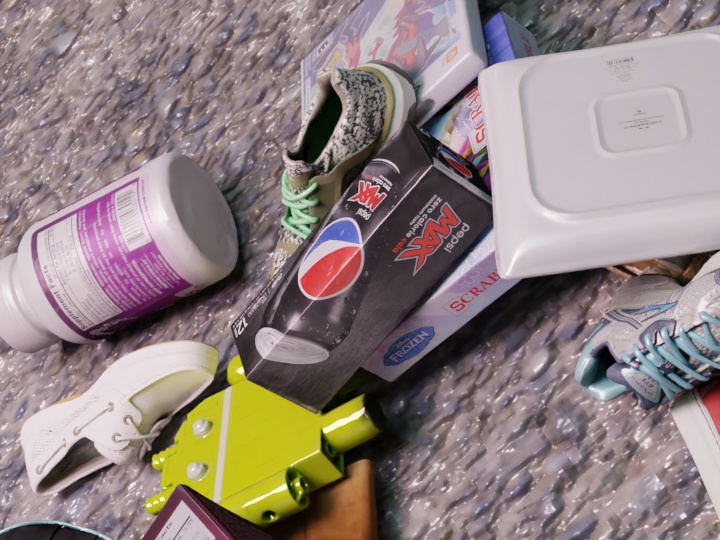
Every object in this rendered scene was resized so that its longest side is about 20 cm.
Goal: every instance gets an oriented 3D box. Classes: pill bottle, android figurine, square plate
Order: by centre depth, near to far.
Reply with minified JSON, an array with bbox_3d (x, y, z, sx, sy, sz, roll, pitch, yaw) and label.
[{"bbox_3d":[0.178,-0.087,0.992,0.199,0.029,0.199,-8,48,7],"label":"square plate"},{"bbox_3d":[-0.072,0.121,1.128,0.199,0.041,0.182,-26,33,20],"label":"android figurine"},{"bbox_3d":[-0.209,-0.007,1.271,0.199,0.112,0.113,-25,53,21],"label":"pill bottle"}]

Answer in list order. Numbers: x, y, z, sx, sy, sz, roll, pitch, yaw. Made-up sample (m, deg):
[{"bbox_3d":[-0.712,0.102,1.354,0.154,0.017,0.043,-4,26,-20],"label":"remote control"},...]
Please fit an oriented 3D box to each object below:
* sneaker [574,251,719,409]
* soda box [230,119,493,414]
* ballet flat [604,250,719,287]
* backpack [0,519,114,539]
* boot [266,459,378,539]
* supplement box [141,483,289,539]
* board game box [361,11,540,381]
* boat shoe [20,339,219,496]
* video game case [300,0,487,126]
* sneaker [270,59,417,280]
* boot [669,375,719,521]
[{"bbox_3d":[0.199,0.048,0.935,0.086,0.078,0.200,-45,7,-21],"label":"sneaker"},{"bbox_3d":[0.000,0.000,1.053,0.200,0.071,0.063,-49,33,17],"label":"soda box"},{"bbox_3d":[0.172,-0.033,1.056,0.200,0.065,0.071,27,82,41],"label":"ballet flat"},{"bbox_3d":[-0.207,0.281,1.078,0.175,0.153,0.201,3,75,28],"label":"backpack"},{"bbox_3d":[0.016,0.221,1.033,0.188,0.068,0.201,-32,46,30],"label":"boot"},{"bbox_3d":[-0.057,0.230,0.961,0.086,0.110,0.200,-55,38,-1],"label":"supplement box"},{"bbox_3d":[0.062,-0.055,1.112,0.199,0.041,0.201,-41,39,27],"label":"board game box"},{"bbox_3d":[-0.186,0.121,1.214,0.200,0.071,0.070,-32,51,28],"label":"boat shoe"},{"bbox_3d":[0.019,-0.160,1.198,0.182,0.023,0.200,-40,31,27],"label":"video game case"},{"bbox_3d":[-0.035,-0.060,1.096,0.077,0.088,0.201,24,98,38],"label":"sneaker"},{"bbox_3d":[0.279,0.121,0.896,0.144,0.072,0.201,-30,48,15],"label":"boot"}]
